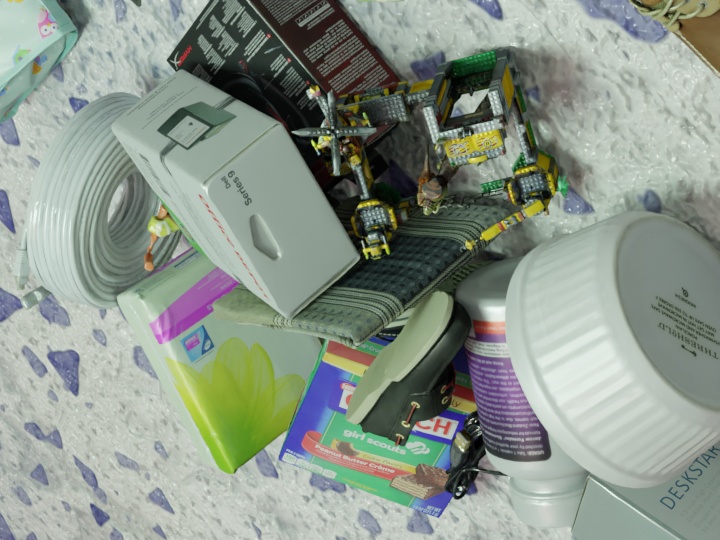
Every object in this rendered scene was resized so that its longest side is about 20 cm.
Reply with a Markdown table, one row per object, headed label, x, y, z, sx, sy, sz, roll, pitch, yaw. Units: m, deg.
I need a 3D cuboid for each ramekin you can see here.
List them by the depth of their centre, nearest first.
| label | x | y | z | sx | sy | sz | roll | pitch | yaw |
| --- | --- | --- | --- | --- | --- | --- | --- | --- | --- |
| ramekin | 0.208 | 0.049 | 1.274 | 0.203 | 0.202 | 0.094 | 52 | 132 | -3 |

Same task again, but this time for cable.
| label | x | y | z | sx | sy | sz | roll | pitch | yaw |
| --- | --- | --- | --- | --- | --- | --- | --- | --- | --- |
| cable | -0.234 | -0.064 | 1.642 | 0.069 | 0.199 | 0.202 | 21 | 113 | 27 |

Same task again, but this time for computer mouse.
| label | x | y | z | sx | sy | sz | roll | pitch | yaw |
| --- | --- | --- | --- | --- | --- | --- | --- | --- | --- |
| computer mouse | 0.173 | 0.173 | 1.507 | 0.198 | 0.044 | 0.110 | 11 | 139 | 6 |

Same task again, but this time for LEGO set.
| label | x | y | z | sx | sy | sz | roll | pitch | yaw |
| --- | --- | --- | --- | --- | --- | --- | --- | --- | --- |
| LEGO set | 0.055 | -0.080 | 1.325 | 0.198 | 0.116 | 0.155 | -4 | 115 | 13 |

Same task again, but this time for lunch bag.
| label | x | y | z | sx | sy | sz | roll | pitch | yaw |
| --- | --- | --- | --- | --- | --- | --- | --- | --- | --- |
| lunch bag | -0.376 | -0.245 | 1.701 | 0.171 | 0.122 | 0.200 | 53 | 137 | 0 |

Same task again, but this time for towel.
| label | x | y | z | sx | sy | sz | roll | pitch | yaw |
| --- | --- | --- | --- | --- | --- | --- | --- | --- | --- |
| towel | 0.000 | 0.000 | 1.438 | 0.199 | 0.192 | 0.035 | 9 | 130 | 50 |

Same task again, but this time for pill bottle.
| label | x | y | z | sx | sy | sz | roll | pitch | yaw |
| --- | --- | --- | --- | --- | --- | --- | --- | --- | --- |
| pill bottle | 0.146 | 0.098 | 1.396 | 0.111 | 0.111 | 0.202 | 6 | 114 | 44 |

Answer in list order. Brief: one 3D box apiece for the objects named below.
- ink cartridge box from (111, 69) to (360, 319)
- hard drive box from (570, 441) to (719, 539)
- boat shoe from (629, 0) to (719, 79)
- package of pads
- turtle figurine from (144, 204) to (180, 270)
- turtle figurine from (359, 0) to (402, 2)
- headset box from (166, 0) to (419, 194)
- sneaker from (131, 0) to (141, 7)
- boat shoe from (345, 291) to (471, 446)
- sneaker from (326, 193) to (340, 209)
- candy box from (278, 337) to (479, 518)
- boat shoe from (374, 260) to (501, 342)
| label | x | y | z | sx | sy | sz | roll | pitch | yaw |
| --- | --- | --- | --- | --- | --- | --- | --- | --- | --- |
| ink cartridge box | -0.103 | -0.065 | 1.418 | 0.200 | 0.084 | 0.147 | 33 | 159 | 56 |
| hard drive box | 0.288 | 0.190 | 1.340 | 0.199 | 0.156 | 0.077 | 32 | 141 | 22 |
| boat shoe | 0.204 | -0.196 | 1.151 | 0.201 | 0.074 | 0.076 | 53 | 145 | -3 |
| package of pads | -0.122 | 0.070 | 1.679 | 0.068 | 0.154 | 0.201 | 2 | 122 | 56 |
| turtle figurine | -0.144 | -0.085 | 1.573 | 0.064 | 0.200 | 0.163 | 7 | 110 | 18 |
| turtle figurine | -0.013 | -0.299 | 1.241 | 0.144 | 0.198 | 0.195 | -116 | 12 | -47 |
| headset box | -0.053 | -0.151 | 1.470 | 0.200 | 0.075 | 0.149 | 50 | 145 | 1 |
| sneaker | -0.259 | -0.319 | 1.556 | 0.199 | 0.060 | 0.105 | 26 | 134 | 25 |
| boat shoe | 0.049 | 0.080 | 1.400 | 0.063 | 0.074 | 0.202 | 26 | 146 | -5 |
| sneaker | -0.032 | -0.020 | 1.573 | 0.200 | 0.066 | 0.091 | 40 | 148 | 17 |
| candy box | 0.032 | 0.125 | 1.577 | 0.167 | 0.078 | 0.201 | 20 | 141 | -3 |
| boat shoe | 0.047 | 0.035 | 1.472 | 0.198 | 0.075 | 0.063 | -4 | 130 | 5 |
